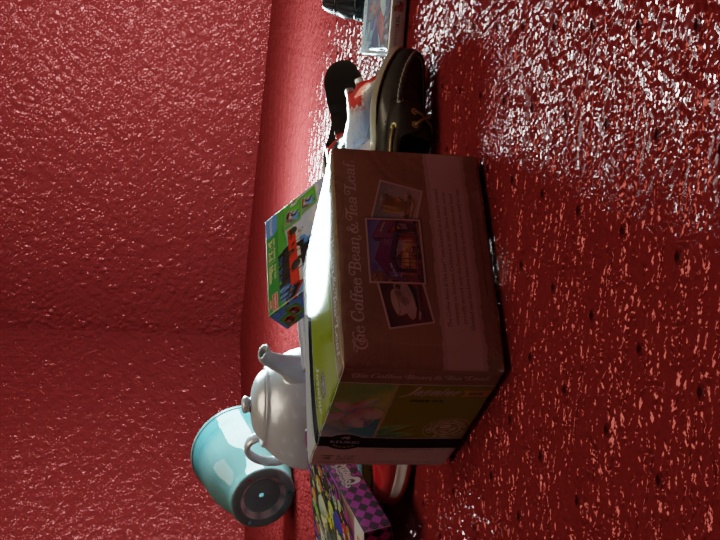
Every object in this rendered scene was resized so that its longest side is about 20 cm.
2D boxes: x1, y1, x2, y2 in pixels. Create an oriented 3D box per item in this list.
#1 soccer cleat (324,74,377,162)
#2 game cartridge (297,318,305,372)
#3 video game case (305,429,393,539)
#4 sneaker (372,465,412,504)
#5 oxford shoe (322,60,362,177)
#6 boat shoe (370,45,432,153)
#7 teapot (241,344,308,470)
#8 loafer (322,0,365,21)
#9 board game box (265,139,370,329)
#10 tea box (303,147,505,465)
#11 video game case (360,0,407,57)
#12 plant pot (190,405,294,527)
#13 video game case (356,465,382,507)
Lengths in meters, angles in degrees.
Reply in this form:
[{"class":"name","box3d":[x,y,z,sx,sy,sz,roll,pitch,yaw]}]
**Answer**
[{"class":"soccer cleat","box3d":[0.010,-0.162,1.260,0.086,0.068,0.200,64,152,17]},{"class":"game cartridge","box3d":[-0.047,0.076,1.380,0.200,0.040,0.136,52,-144,-73]},{"class":"video game case","box3d":[-0.010,0.295,1.135,0.200,0.035,0.184,-131,34,-60]},{"class":"sneaker","box3d":[-0.004,0.139,1.092,0.078,0.113,0.204,168,105,-79]},{"class":"oxford shoe","box3d":[-0.008,-0.171,1.397,0.071,0.070,0.204,30,-121,-70]},{"class":"boat shoe","box3d":[0.044,-0.127,1.055,0.071,0.060,0.205,20,-102,-54]},{"class":"teapot","box3d":[-0.110,0.211,1.598,0.197,0.143,0.204,176,96,-80]},{"class":"loafer","box3d":[-0.027,-0.405,1.489,0.201,0.071,0.074,-108,22,-65]},{"class":"board game box","box3d":[-0.026,-0.048,1.176,0.199,0.036,0.153,-35,40,26]},{"class":"tea box","box3d":[0.026,0.037,0.898,0.198,0.131,0.203,108,162,-58]},{"class":"video game case","box3d":[0.031,-0.356,1.286,0.200,0.023,0.186,-128,42,-75]},{"class":"plant pot","box3d":[-0.222,0.406,2.111,0.188,0.197,0.204,-138,49,-57]},{"class":"video game case","box3d":[-0.003,0.245,1.268,0.200,0.025,0.184,-127,35,-74]}]
